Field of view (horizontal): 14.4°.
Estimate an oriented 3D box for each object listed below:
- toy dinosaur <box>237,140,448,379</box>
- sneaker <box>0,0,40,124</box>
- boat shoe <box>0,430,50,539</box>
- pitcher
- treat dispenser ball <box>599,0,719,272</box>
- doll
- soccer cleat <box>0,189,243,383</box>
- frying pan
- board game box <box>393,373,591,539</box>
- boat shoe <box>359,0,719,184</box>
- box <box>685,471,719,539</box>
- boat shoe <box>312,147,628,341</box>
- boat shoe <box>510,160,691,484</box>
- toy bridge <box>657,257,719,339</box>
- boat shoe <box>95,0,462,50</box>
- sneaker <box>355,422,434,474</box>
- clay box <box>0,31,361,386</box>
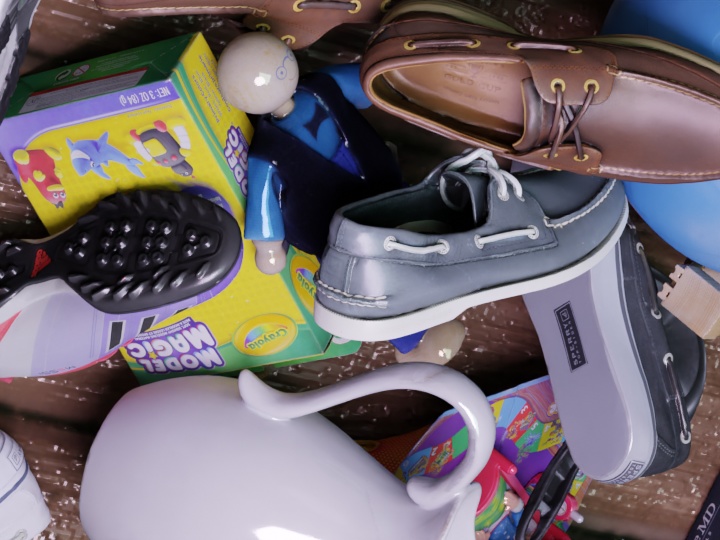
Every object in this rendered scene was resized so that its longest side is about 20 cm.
[{"bbox_3d":[0.000,0.000,1.498,0.200,0.058,0.101,-34,120,-5],"label":"toy dinosaur"},{"bbox_3d":[-0.189,-0.152,1.355,0.081,0.074,0.200,22,86,11],"label":"sneaker"},{"bbox_3d":[-0.247,0.164,1.461,0.200,0.074,0.067,-33,116,-6],"label":"boat shoe"},{"bbox_3d":[-0.032,0.104,1.416,0.200,0.121,0.172,17,115,18],"label":"pitcher"},{"bbox_3d":[0.219,-0.093,1.460,0.201,0.201,0.201,-7,113,-18],"label":"treat dispenser ball"},{"bbox_3d":[-0.008,-0.045,1.409,0.200,0.048,0.137,49,55,-34],"label":"doll"},{"bbox_3d":[-0.128,0.013,1.404,0.200,0.068,0.073,-14,140,33],"label":"soccer cleat"},{"bbox_3d":[0.124,0.057,1.529,0.190,0.031,0.115,-32,94,-41],"label":"frying pan"},{"bbox_3d":[0.079,0.137,1.539,0.200,0.039,0.158,-17,131,-45],"label":"board game box"},{"bbox_3d":[0.094,-0.077,1.363,0.200,0.068,0.072,14,118,11],"label":"boat shoe"},{"bbox_3d":[0.276,0.181,1.593,0.107,0.200,0.149,19,102,-25],"label":"box"},{"bbox_3d":[0.059,-0.025,1.385,0.200,0.073,0.062,-23,124,-37],"label":"boat shoe"},{"bbox_3d":[0.127,0.014,1.495,0.057,0.069,0.200,0,74,-39],"label":"boat shoe"},{"bbox_3d":[0.215,0.009,1.550,0.200,0.067,0.027,1,125,-56],"label":"toy bridge"},{"bbox_3d":[-0.037,-0.140,1.411,0.200,0.072,0.068,-8,113,-20],"label":"boat shoe"},{"bbox_3d":[-0.028,0.119,1.530,0.200,0.073,0.077,-22,103,-16],"label":"sneaker"},{"bbox_3d":[-0.090,-0.017,1.430,0.115,0.048,0.200,-12,121,30],"label":"clay box"}]
